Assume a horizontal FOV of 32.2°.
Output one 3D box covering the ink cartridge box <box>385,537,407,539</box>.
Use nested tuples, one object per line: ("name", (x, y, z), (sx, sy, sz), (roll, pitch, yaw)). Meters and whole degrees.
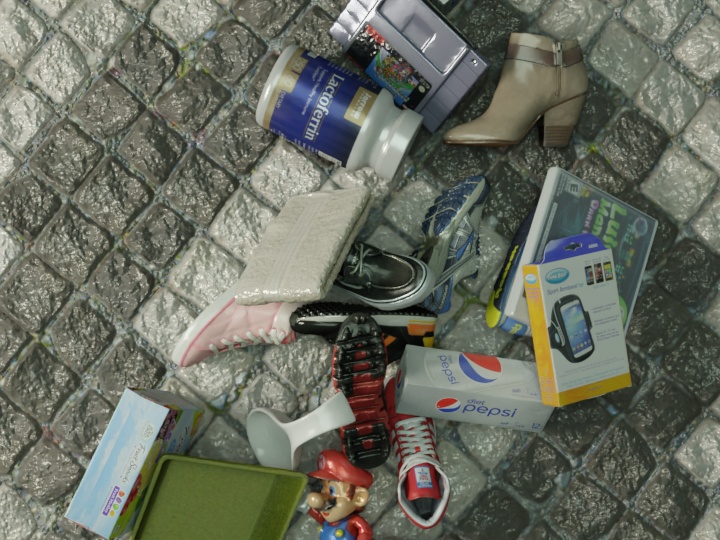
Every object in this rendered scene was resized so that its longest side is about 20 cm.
("ink cartridge box", (0.089, 0.450, 1.566), (0.144, 0.083, 0.203), (10, 86, -16))

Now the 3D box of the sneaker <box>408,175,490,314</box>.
("sneaker", (0.122, -0.032, 1.633), (0.085, 0.077, 0.201), (39, 72, -26))

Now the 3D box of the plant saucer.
("plant saucer", (-0.190, 0.311, 1.559), (0.198, 0.048, 0.201), (13, 112, -26))

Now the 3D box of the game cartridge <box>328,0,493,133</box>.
("game cartridge", (0.062, -0.291, 1.635), (0.200, 0.038, 0.130), (44, 117, 6))

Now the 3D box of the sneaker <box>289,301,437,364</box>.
("sneaker", (0.004, 0.091, 1.599), (0.198, 0.070, 0.091), (1, 100, -20))

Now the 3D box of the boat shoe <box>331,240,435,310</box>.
("boat shoe", (0.000, 0.000, 1.575), (0.198, 0.071, 0.073), (7, 66, 37))

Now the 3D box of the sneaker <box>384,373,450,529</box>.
("sneaker", (0.069, 0.230, 1.586), (0.070, 0.112, 0.202), (-13, 85, -1))

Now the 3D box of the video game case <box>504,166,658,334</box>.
("video game case", (0.287, -0.005, 1.600), (0.181, 0.023, 0.202), (24, 78, -26))

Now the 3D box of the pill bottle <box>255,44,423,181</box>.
("pill bottle", (-0.026, -0.200, 1.620), (0.198, 0.116, 0.117), (26, 86, 2))

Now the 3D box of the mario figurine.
("mario figurine", (-0.040, 0.329, 1.580), (0.122, 0.106, 0.203), (-4, 90, 12))

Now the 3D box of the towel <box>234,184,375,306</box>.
("towel", (-0.068, -0.034, 1.571), (0.131, 0.035, 0.201), (-6, 41, 31))

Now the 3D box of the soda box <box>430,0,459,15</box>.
("soda box", (0.156, -0.432, 1.653), (0.063, 0.068, 0.200), (44, 86, 5))

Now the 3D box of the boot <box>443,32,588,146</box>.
("boot", (0.203, -0.236, 1.635), (0.198, 0.070, 0.148), (-2, 97, -17))

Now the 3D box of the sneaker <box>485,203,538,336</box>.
("sneaker", (0.234, -0.006, 1.627), (0.082, 0.074, 0.202), (24, 86, -7))

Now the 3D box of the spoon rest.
("spoon rest", (-0.087, 0.204, 1.563), (0.060, 0.200, 0.100), (-23, 83, -41))

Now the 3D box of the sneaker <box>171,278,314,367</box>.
("sneaker", (-0.145, 0.076, 1.617), (0.200, 0.075, 0.105), (-43, 81, -7))

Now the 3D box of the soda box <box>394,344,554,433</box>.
("soda box", (0.146, 0.150, 1.590), (0.198, 0.069, 0.064), (8, 48, -8))

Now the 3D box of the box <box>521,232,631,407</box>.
("box", (0.269, 0.058, 1.558), (0.118, 0.041, 0.203), (-11, 93, -27))

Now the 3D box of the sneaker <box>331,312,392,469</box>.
("sneaker", (-0.002, 0.142, 1.564), (0.070, 0.098, 0.203), (-7, 109, -6))

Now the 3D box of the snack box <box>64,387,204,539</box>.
("snack box", (-0.273, 0.234, 1.542), (0.067, 0.200, 0.170), (25, 87, 6))
